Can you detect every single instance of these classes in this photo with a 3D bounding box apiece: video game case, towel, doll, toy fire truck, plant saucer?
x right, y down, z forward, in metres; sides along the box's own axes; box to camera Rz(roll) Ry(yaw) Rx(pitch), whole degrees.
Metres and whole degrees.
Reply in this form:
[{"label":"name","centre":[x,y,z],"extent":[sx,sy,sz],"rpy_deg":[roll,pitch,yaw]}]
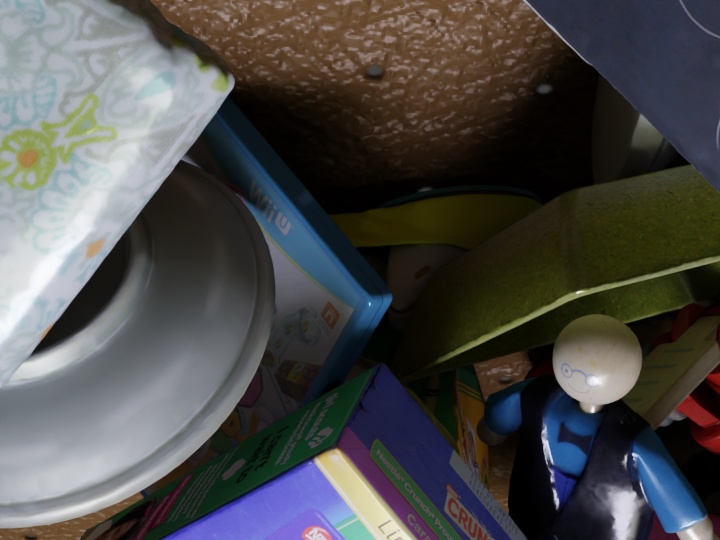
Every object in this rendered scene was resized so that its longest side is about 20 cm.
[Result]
[{"label":"video game case","centre":[-0.072,0.036,0.742],"extent":[0.018,0.143,0.201],"rpy_deg":[-9,140,-44]},{"label":"towel","centre":[-0.173,-0.068,0.566],"extent":[0.200,0.048,0.171],"rpy_deg":[38,106,-7]},{"label":"doll","centre":[0.106,0.110,0.709],"extent":[0.136,0.048,0.202],"rpy_deg":[23,125,35]},{"label":"toy fire truck","centre":[0.155,0.075,0.824],"extent":[0.175,0.130,0.200],"rpy_deg":[-25,141,29]},{"label":"plant saucer","centre":[0.127,-0.008,0.715],"extent":[0.198,0.048,0.200],"rpy_deg":[-13,170,-24]},{"label":"plant saucer","centre":[-0.138,0.011,0.660],"extent":[0.198,0.201,0.050],"rpy_deg":[-7,141,9]}]

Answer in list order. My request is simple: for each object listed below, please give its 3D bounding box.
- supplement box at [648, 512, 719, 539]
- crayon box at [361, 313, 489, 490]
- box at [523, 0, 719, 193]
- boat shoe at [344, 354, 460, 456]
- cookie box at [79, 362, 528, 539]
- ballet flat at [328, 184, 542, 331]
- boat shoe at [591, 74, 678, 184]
[{"label":"supplement box","centre":[0.139,0.199,0.872],"extent":[0.110,0.086,0.200],"rpy_deg":[15,154,-22]},{"label":"crayon box","centre":[0.037,0.137,0.854],"extent":[0.058,0.201,0.119],"rpy_deg":[-7,143,11]},{"label":"box","centre":[0.132,-0.161,0.460],"extent":[0.200,0.124,0.197],"rpy_deg":[44,134,-2]},{"label":"boat shoe","centre":[-0.021,0.075,0.802],"extent":[0.068,0.200,0.075],"rpy_deg":[18,99,-33]},{"label":"cookie box","centre":[-0.023,0.162,0.700],"extent":[0.199,0.075,0.171],"rpy_deg":[-32,105,28]},{"label":"ballet flat","centre":[0.000,0.000,0.783],"extent":[0.198,0.068,0.067],"rpy_deg":[-2,148,1]},{"label":"boat shoe","centre":[0.155,-0.100,0.651],"extent":[0.071,0.070,0.201],"rpy_deg":[7,142,-9]}]
